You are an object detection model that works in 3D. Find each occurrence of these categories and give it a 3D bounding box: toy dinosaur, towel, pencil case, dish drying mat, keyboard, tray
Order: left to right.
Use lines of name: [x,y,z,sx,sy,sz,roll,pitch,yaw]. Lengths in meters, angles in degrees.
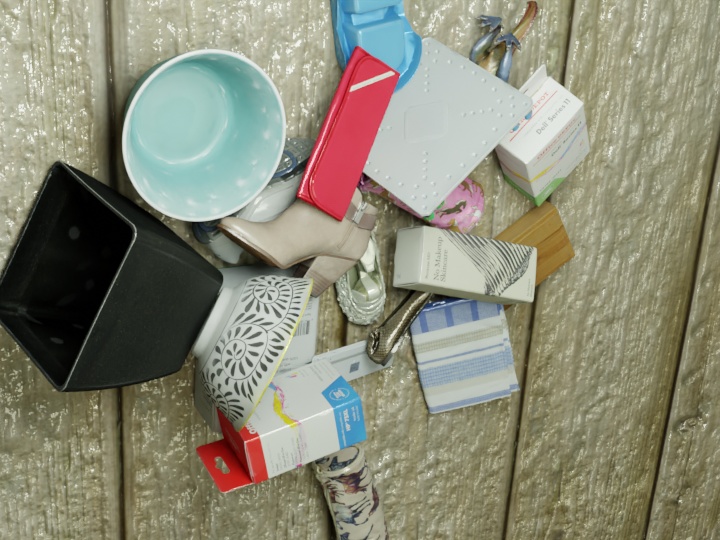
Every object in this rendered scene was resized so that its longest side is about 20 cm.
pencil case: [-0.016,0.343,1.725,0.089,0.077,0.202,-35,127,-29]
dish drying mat: [-0.013,-0.167,1.426,0.076,0.018,0.202,28,79,-36]
keyboard: [-0.008,0.127,1.621,0.199,0.011,0.057,-13,124,-53]
pencil case: [0.081,-0.115,1.566,0.199,0.086,0.084,25,56,-36]
towel: [0.153,0.120,1.724,0.145,0.024,0.202,-14,123,1]
toy dinosaur: [0.176,-0.239,1.563,0.199,0.105,0.183,-25,142,-30]
tray: [0.221,-0.005,1.726,0.199,0.037,0.099,-37,125,-9]

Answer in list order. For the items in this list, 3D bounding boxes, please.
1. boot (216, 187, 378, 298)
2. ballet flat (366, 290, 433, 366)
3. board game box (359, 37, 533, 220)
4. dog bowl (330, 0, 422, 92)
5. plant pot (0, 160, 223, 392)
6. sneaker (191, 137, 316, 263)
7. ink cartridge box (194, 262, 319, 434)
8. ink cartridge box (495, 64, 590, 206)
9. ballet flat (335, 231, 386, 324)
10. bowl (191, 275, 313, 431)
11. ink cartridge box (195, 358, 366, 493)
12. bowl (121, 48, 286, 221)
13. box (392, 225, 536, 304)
boot: [-0.069,-0.064,1.445,0.200,0.070,0.147,37,83,-40]
ballet flat: [0.067,0.042,1.632,0.046,0.067,0.201,34,76,0]
board game box: [0.085,-0.180,1.461,0.200,0.200,0.026,-45,145,-8]
dog bowl: [0.015,-0.321,1.451,0.110,0.050,0.202,-18,121,-22]
plant pot: [-0.282,0.021,1.359,0.177,0.199,0.202,19,102,-48]
sneaker: [-0.122,-0.091,1.478,0.199,0.075,0.087,-39,143,-6]
ink cartridge box: [-0.139,0.099,1.535,0.144,0.084,0.202,-6,115,-28]
ink cartridge box: [0.246,-0.180,1.583,0.117,0.067,0.200,-47,157,-3]
ballet flat: [0.000,0.000,1.583,0.071,0.072,0.202,-23,122,-19]
bowl: [-0.141,0.080,1.382,0.093,0.201,0.202,26,99,-7]
ink cartridge box: [-0.106,0.194,1.471,0.198,0.116,0.068,-19,119,-19]
bowl: [-0.197,-0.169,1.364,0.199,0.105,0.203,-12,117,-25]
box: [0.144,-0.005,1.592,0.198,0.068,0.083,8,82,-32]
